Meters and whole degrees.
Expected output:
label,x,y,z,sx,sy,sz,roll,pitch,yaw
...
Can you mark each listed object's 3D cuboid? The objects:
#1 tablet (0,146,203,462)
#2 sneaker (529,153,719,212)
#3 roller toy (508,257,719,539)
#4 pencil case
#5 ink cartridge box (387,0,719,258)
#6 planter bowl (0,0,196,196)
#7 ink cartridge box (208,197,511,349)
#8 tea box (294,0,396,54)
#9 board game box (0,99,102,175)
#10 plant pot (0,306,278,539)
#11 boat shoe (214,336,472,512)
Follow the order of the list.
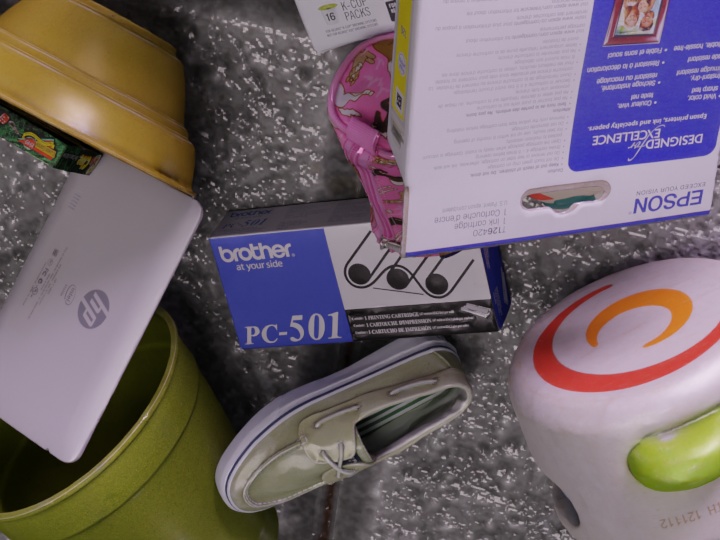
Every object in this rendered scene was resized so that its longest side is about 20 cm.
label,x,y,z,sx,sy,sz,roll,pitch,yaw
tablet,-0.198,0.020,1.211,0.129,0.014,0.202,27,90,34
sneaker,0.161,-0.096,1.057,0.093,0.071,0.199,25,144,-35
roller toy,0.200,0.092,1.125,0.181,0.200,0.141,0,124,42
pencil case,0.033,-0.073,1.057,0.082,0.088,0.200,-4,161,7
ink cartridge box,0.113,-0.112,0.936,0.195,0.047,0.202,-8,129,-16
planter bowl,-0.179,-0.131,1.139,0.199,0.200,0.084,27,91,0
ink cartridge box,0.000,0.000,1.214,0.198,0.044,0.095,-4,117,20
tea box,0.045,-0.257,0.988,0.198,0.134,0.198,-11,116,23
board game box,-0.277,-0.125,1.185,0.199,0.105,0.024,30,95,5
plant pot,-0.164,0.164,1.293,0.199,0.202,0.193,-20,124,27
boat shoe,-0.012,0.113,1.221,0.199,0.062,0.072,-33,125,-2
